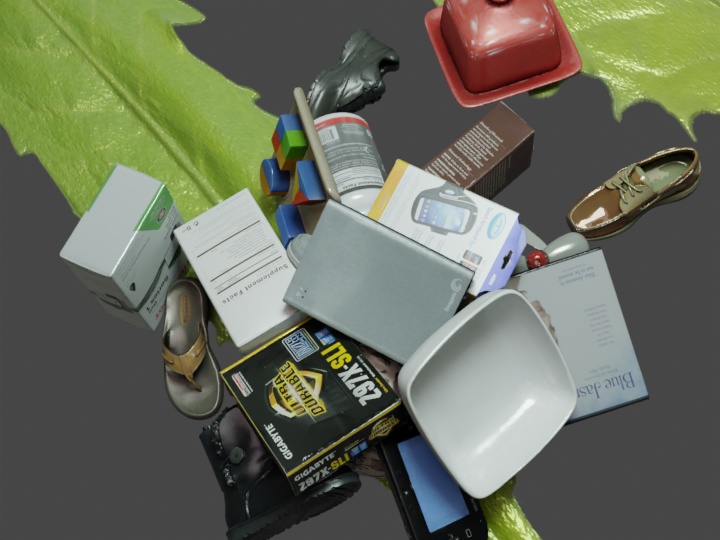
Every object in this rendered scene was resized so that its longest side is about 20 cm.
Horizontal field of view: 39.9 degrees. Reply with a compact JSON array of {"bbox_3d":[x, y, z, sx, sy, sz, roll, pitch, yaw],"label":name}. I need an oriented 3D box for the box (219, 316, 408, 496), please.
[{"bbox_3d":[-0.059,0.153,1.196,0.159,0.050,0.200,-29,42,-13],"label":"box"}]

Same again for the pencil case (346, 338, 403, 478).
[{"bbox_3d":[0.013,0.158,1.266,0.089,0.078,0.202,11,66,-9],"label":"pencil case"}]

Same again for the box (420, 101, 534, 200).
[{"bbox_3d":[0.145,-0.129,1.368,0.200,0.100,0.075,-39,69,-10],"label":"box"}]

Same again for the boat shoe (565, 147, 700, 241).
[{"bbox_3d":[0.369,-0.112,1.341,0.199,0.074,0.076,-29,64,-5],"label":"boat shoe"}]

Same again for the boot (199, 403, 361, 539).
[{"bbox_3d":[-0.107,0.230,1.229,0.199,0.076,0.169,-31,63,23],"label":"boot"}]

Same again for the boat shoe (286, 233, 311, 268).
[{"bbox_3d":[0.000,0.001,1.264,0.201,0.065,0.074,30,29,14],"label":"boat shoe"}]

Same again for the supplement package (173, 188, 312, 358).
[{"bbox_3d":[-0.144,0.017,1.333,0.119,0.121,0.201,-30,64,-6],"label":"supplement package"}]

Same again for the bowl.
[{"bbox_3d":[0.143,0.138,1.174,0.200,0.200,0.075,-39,22,-17],"label":"bowl"}]

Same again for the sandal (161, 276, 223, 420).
[{"bbox_3d":[-0.232,0.101,1.338,0.081,0.055,0.202,-7,74,6],"label":"sandal"}]

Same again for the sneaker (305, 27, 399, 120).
[{"bbox_3d":[-0.014,-0.271,1.481,0.090,0.076,0.201,31,75,13],"label":"sneaker"}]

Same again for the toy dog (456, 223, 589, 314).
[{"bbox_3d":[0.193,0.002,1.310,0.198,0.096,0.133,5,90,-1],"label":"toy dog"}]

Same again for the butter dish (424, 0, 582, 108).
[{"bbox_3d":[0.204,-0.368,1.448,0.198,0.148,0.201,-18,64,1],"label":"butter dish"}]

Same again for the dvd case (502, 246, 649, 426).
[{"bbox_3d":[0.266,0.087,1.250,0.142,0.018,0.202,-18,89,0],"label":"dvd case"}]

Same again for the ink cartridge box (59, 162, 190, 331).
[{"bbox_3d":[-0.304,-0.025,1.337,0.084,0.200,0.147,21,70,14],"label":"ink cartridge box"}]

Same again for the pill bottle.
[{"bbox_3d":[-0.015,-0.108,1.377,0.115,0.116,0.201,-18,64,0],"label":"pill bottle"}]

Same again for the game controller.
[{"bbox_3d":[0.084,0.252,1.192,0.104,0.042,0.201,-17,81,-24],"label":"game controller"}]

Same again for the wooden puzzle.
[{"bbox_3d":[-0.091,-0.115,1.344,0.046,0.200,0.186,-8,61,-22],"label":"wooden puzzle"}]

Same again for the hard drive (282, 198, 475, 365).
[{"bbox_3d":[0.022,0.020,1.210,0.199,0.033,0.140,27,99,6],"label":"hard drive"}]

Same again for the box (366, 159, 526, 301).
[{"bbox_3d":[0.107,-0.046,1.251,0.199,0.041,0.120,27,81,16],"label":"box"}]
